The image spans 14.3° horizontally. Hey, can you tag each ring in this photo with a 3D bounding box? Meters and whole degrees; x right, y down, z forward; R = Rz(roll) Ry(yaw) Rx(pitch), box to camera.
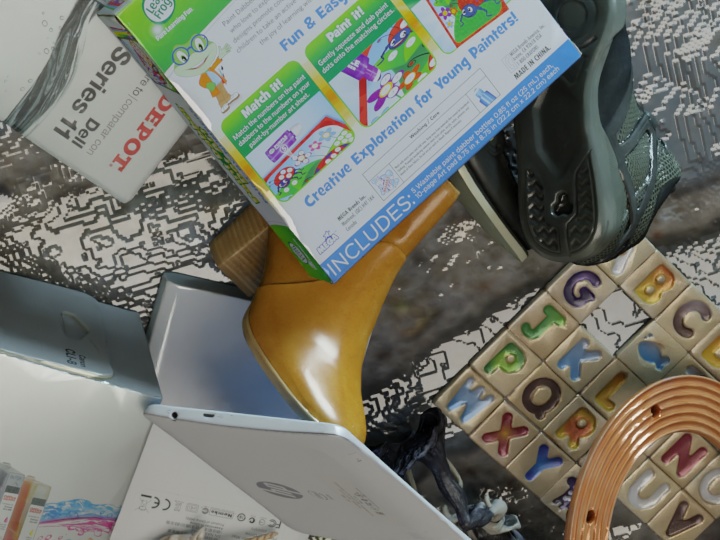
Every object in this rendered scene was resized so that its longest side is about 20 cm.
[{"bbox_3d":[0.192,0.164,1.783,0.200,0.019,0.201,-4,96,-43],"label":"ring"}]

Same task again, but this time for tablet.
[{"bbox_3d":[-0.027,0.122,1.642,0.200,0.130,0.014,46,55,-55],"label":"tablet"}]

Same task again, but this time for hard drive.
[{"bbox_3d":[-0.083,0.109,1.763,0.132,0.026,0.200,13,107,-15],"label":"hard drive"}]

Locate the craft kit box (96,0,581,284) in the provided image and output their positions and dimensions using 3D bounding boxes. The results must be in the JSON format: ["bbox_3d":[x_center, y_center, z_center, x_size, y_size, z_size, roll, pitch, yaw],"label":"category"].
[{"bbox_3d":[-0.010,-0.131,1.599,0.200,0.049,0.198,-42,110,-11],"label":"craft kit box"}]

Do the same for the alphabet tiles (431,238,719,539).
[{"bbox_3d":[0.171,0.086,1.814,0.167,0.008,0.200,-45,111,7],"label":"alphabet tiles"}]

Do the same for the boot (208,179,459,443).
[{"bbox_3d":[0.000,0.000,1.651,0.144,0.201,0.071,-37,137,9],"label":"boot"}]

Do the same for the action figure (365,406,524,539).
[{"bbox_3d":[0.071,0.186,1.775,0.200,0.119,0.102,51,53,-17],"label":"action figure"}]

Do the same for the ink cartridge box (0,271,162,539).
[{"bbox_3d":[-0.219,0.114,1.676,0.145,0.145,0.200,18,105,-16],"label":"ink cartridge box"}]

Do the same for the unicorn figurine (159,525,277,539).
[{"bbox_3d":[-0.142,0.241,1.732,0.200,0.137,0.074,-38,124,21],"label":"unicorn figurine"}]

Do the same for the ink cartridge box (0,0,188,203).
[{"bbox_3d":[-0.171,-0.154,1.621,0.200,0.083,0.147,34,101,-20],"label":"ink cartridge box"}]

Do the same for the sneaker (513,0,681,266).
[{"bbox_3d":[0.138,-0.100,1.709,0.076,0.114,0.200,-7,82,25],"label":"sneaker"}]

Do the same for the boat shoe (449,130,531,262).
[{"bbox_3d":[0.059,-0.092,1.691,0.063,0.074,0.201,-37,114,-8],"label":"boat shoe"}]
